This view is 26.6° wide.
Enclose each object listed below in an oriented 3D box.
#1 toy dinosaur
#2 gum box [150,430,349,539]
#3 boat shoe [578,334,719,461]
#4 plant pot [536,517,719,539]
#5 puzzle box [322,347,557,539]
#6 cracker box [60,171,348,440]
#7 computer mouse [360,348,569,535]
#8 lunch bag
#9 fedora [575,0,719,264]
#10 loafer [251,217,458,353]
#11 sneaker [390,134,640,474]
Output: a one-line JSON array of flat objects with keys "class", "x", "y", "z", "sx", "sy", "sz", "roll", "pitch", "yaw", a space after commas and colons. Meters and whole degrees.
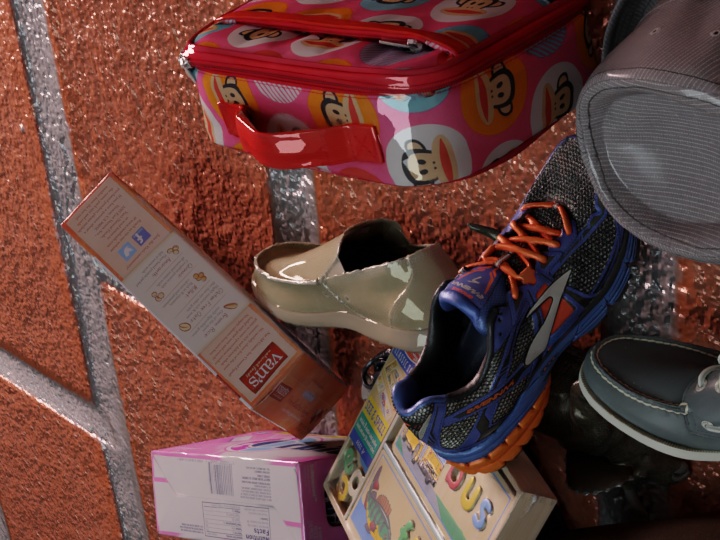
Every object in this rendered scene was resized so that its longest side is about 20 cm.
[{"class": "toy dinosaur", "x": 0.114, "y": 0.060, "z": 0.893, "sx": 0.200, "sy": 0.077, "sz": 0.102, "roll": 44, "pitch": 129, "yaw": 11}, {"class": "gum box", "x": -0.052, "y": 0.159, "z": 1.116, "sx": 0.200, "sy": 0.113, "sz": 0.066, "roll": -4, "pitch": 91, "yaw": 51}, {"class": "boat shoe", "x": 0.201, "y": 0.062, "z": 0.766, "sx": 0.200, "sy": 0.073, "sz": 0.062, "roll": 20, "pitch": 138, "yaw": 33}, {"class": "plant pot", "x": 0.200, "y": 0.213, "z": 0.844, "sx": 0.200, "sy": 0.187, "sz": 0.187, "roll": -28, "pitch": 95, "yaw": 40}, {"class": "puzzle box", "x": 0.041, "y": 0.134, "z": 0.924, "sx": 0.133, "sy": 0.025, "sz": 0.200, "roll": -63, "pitch": 27, "yaw": 16}, {"class": "cracker box", "x": -0.109, "y": 0.028, "z": 1.089, "sx": 0.200, "sy": 0.058, "sz": 0.134, "roll": 41, "pitch": 177, "yaw": 20}, {"class": "computer mouse", "x": 0.074, "y": 0.142, "z": 1.022, "sx": 0.138, "sy": 0.053, "sz": 0.200, "roll": -15, "pitch": 105, "yaw": 52}, {"class": "lunch bag", "x": 0.006, "y": -0.103, "z": 0.804, "sx": 0.200, "sy": 0.176, "sz": 0.082, "roll": 14, "pitch": 128, "yaw": 43}, {"class": "fedora", "x": 0.178, "y": -0.063, "z": 0.707, "sx": 0.200, "sy": 0.090, "sz": 0.177, "roll": 19, "pitch": 131, "yaw": 40}, {"class": "loafer", "x": 0.000, "y": 0.000, "z": 0.984, "sx": 0.200, "sy": 0.076, "sz": 0.068, "roll": 12, "pitch": 116, "yaw": 47}, {"class": "sneaker", "x": 0.084, "y": 0.015, "z": 0.822, "sx": 0.075, "sy": 0.078, "sz": 0.200, "roll": 27, "pitch": 92, "yaw": 47}]
